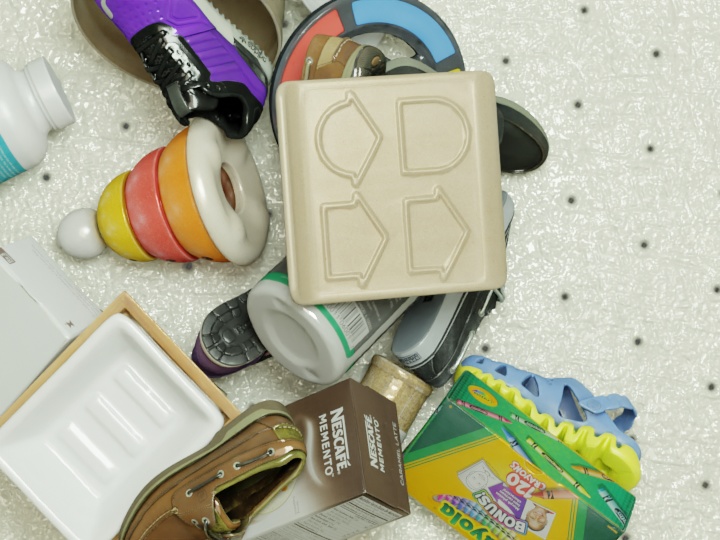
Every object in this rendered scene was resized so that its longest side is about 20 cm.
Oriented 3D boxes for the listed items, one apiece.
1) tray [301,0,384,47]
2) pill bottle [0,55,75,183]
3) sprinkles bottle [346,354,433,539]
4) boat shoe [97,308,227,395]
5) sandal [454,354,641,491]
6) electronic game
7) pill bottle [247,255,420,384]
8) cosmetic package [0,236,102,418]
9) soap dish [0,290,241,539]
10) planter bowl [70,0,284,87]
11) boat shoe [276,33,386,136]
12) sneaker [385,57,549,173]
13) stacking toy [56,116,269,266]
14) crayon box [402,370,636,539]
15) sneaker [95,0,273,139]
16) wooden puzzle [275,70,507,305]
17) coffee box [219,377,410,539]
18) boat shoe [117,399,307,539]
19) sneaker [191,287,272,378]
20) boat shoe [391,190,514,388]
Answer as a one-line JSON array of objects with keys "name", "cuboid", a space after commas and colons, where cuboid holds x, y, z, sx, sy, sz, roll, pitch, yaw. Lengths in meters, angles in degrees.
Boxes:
[{"name": "tray", "cuboid": [-0.030, -0.288, 1.454, 0.022, 0.200, 0.108, 13, 66, 40]}, {"name": "pill bottle", "cuboid": [-0.373, -0.128, 1.471, 0.198, 0.111, 0.112, -26, 86, -1]}, {"name": "sprinkles bottle", "cuboid": [-0.007, 0.181, 1.465, 0.068, 0.068, 0.201, 29, 86, 3]}, {"name": "boat shoe", "cuboid": [-0.226, 0.090, 1.471, 0.199, 0.075, 0.069, 33, 86, 5]}, {"name": "sandal", "cuboid": [0.182, 0.134, 1.473, 0.198, 0.080, 0.087, 28, 49, 10]}, {"name": "electronic game", "cuboid": [0.009, -0.163, 1.465, 0.197, 0.042, 0.203, -8, 112, -19]}, {"name": "pill bottle", "cuboid": [0.000, 0.000, 1.410, 0.113, 0.113, 0.200, 45, 60, 3]}, {"name": "cosmetic package", "cuboid": [-0.341, 0.079, 1.434, 0.113, 0.081, 0.200, 47, 110, 5]}, {"name": "soap dish", "cuboid": [-0.221, 0.140, 1.398, 0.200, 0.081, 0.157, -44, 92, 10]}, {"name": "planter bowl", "cuboid": [-0.158, -0.280, 1.453, 0.197, 0.201, 0.136, 10, 60, 1]}, {"name": "boat shoe", "cuboid": [-0.035, -0.126, 1.411, 0.073, 0.076, 0.202, 27, 124, 14]}, {"name": "sneaker", "cuboid": [0.098, -0.111, 1.437, 0.198, 0.075, 0.107, 20, 42, -29]}, {"name": "stacking toy", "cuboid": [-0.198, -0.055, 1.475, 0.198, 0.146, 0.148, -16, 85, 19]}, {"name": "crayon box", "cuboid": [0.139, 0.201, 1.438, 0.199, 0.058, 0.119, 36, 125, 3]}, {"name": "sneaker", "cuboid": [-0.157, -0.186, 1.375, 0.199, 0.069, 0.101, 34, 51, -34]}, {"name": "wooden puzzle", "cuboid": [0.025, -0.071, 1.327, 0.197, 0.046, 0.188, -5, 93, -16]}, {"name": "coffee box", "cuboid": [-0.062, 0.190, 1.402, 0.198, 0.080, 0.116, -25, 55, 24]}, {"name": "boat shoe", "cuboid": [-0.130, 0.199, 1.344, 0.200, 0.072, 0.068, -45, 45, 11]}, {"name": "sneaker", "cuboid": [-0.076, 0.040, 1.480, 0.198, 0.088, 0.076, -24, 79, -26]}, {"name": "boat shoe", "cuboid": [0.103, 0.018, 1.470, 0.068, 0.073, 0.201, 42, 59, -27]}]
